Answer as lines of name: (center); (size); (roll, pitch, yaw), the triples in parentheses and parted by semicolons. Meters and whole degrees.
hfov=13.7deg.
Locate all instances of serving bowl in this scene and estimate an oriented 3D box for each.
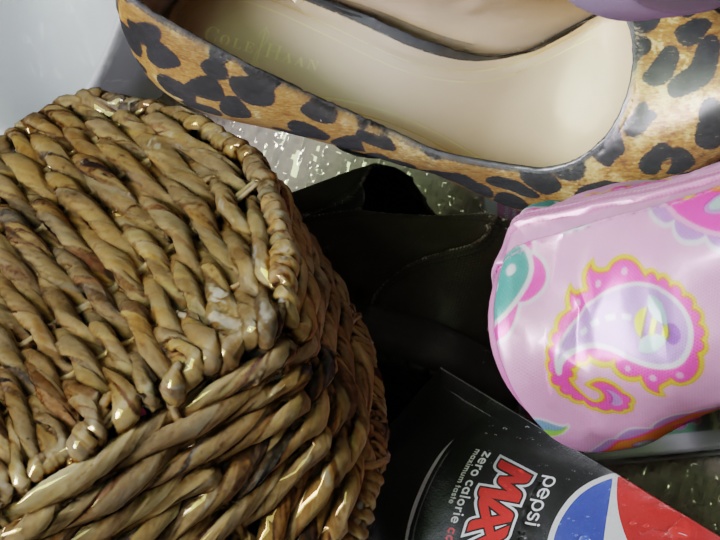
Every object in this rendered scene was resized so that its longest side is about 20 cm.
serving bowl: (-0.094, -0.146, 1.138); (0.200, 0.066, 0.201); (-8, 81, 62)

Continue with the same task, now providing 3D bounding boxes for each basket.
basket: (-0.063, 0.049, 0.951); (0.142, 0.149, 0.200); (-33, 31, -8)

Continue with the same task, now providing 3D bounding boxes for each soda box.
soda box: (0.084, 0.111, 0.900); (0.200, 0.071, 0.063); (30, 68, 32)

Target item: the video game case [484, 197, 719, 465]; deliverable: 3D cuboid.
video game case: (0.119, -0.014, 0.959); (0.200, 0.018, 0.144); (-9, 76, 42)

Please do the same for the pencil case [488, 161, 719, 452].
pencil case: (0.134, -0.010, 0.866); (0.200, 0.087, 0.088); (-21, 68, 33)

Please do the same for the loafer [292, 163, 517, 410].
loafer: (0.000, 0.000, 1.036); (0.200, 0.073, 0.072); (18, 75, 51)

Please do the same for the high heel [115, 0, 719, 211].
high heel: (0.028, -0.066, 0.913); (0.199, 0.142, 0.072); (-1, 75, 36)

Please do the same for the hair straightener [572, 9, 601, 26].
hair straightener: (0.055, -0.095, 1.022); (0.200, 0.041, 0.077); (-19, 32, 40)

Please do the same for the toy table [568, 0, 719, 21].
toy table: (0.134, -0.149, 0.862); (0.117, 0.184, 0.200); (-4, 36, 35)

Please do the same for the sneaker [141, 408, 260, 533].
sneaker: (-0.087, 0.065, 1.096); (0.077, 0.084, 0.200); (-48, 54, 26)
